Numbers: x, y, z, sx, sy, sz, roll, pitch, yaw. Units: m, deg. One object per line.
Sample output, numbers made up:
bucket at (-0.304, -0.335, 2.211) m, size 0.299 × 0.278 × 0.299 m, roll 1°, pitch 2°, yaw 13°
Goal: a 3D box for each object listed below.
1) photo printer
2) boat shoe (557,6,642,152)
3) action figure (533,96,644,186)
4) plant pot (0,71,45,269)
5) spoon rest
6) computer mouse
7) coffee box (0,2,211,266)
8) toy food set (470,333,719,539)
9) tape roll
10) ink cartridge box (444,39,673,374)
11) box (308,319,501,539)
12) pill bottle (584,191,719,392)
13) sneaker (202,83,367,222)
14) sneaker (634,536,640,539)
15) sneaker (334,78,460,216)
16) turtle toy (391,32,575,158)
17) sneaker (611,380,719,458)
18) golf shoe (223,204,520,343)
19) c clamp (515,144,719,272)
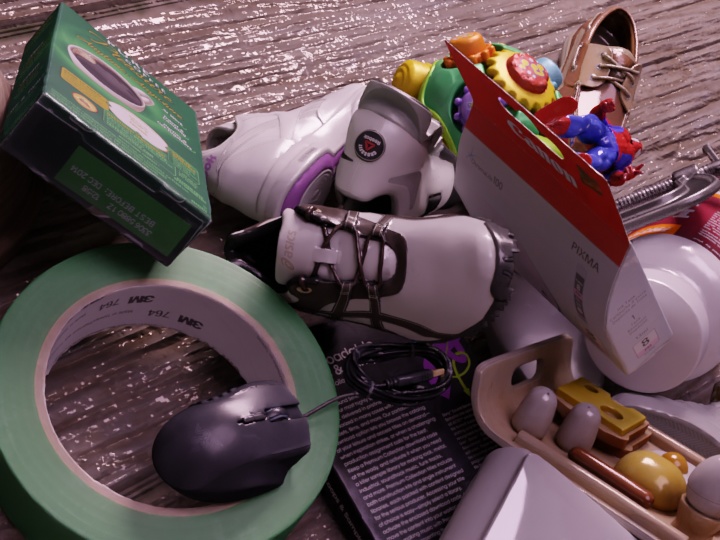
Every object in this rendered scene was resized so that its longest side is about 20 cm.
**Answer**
photo printer at (0.094, 0.226, 0.753) m, size 0.166 × 0.069 × 0.200 m, roll 42°, pitch 56°, yaw -10°
boat shoe at (0.214, -0.171, 1.208) m, size 0.075 × 0.072 × 0.201 m, roll 25°, pitch 44°, yaw -15°
action figure at (0.183, -0.095, 1.017) m, size 0.200 × 0.051 × 0.066 m, roll -6°, pitch 77°, yaw -68°
plant pot at (-0.273, -0.088, 0.778) m, size 0.200 × 0.093 × 0.202 m, roll 19°, pitch 47°, yaw -21°
spoon rest at (0.094, 0.031, 0.960) m, size 0.199 × 0.061 × 0.100 m, roll 30°, pitch 43°, yaw -9°
computer mouse at (-0.025, 0.076, 0.748) m, size 0.199 × 0.034 × 0.059 m, roll -20°, pitch 66°, yaw -34°
coffee box at (-0.153, -0.088, 0.822) m, size 0.123 × 0.044 × 0.200 m, roll 38°, pitch 14°, yaw -24°
toy food set at (0.182, 0.105, 0.846) m, size 0.200 × 0.061 × 0.143 m, roll 33°, pitch 22°, yaw 25°
tape roll at (-0.113, 0.079, 0.759) m, size 0.199 × 0.048 × 0.201 m, roll 11°, pitch 53°, yaw -16°
ink cartridge box at (0.114, -0.035, 0.858) m, size 0.163 × 0.057 × 0.200 m, roll 48°, pitch 1°, yaw 37°
box at (0.036, 0.114, 0.855) m, size 0.143 × 0.036 × 0.200 m, roll -17°, pitch 67°, yaw -34°
pill bottle at (0.239, 0.015, 1.013) m, size 0.113 × 0.113 × 0.200 m, roll 45°, pitch 31°, yaw 6°
sneaker at (-0.049, -0.096, 0.956) m, size 0.099 × 0.075 × 0.200 m, roll 20°, pitch 28°, yaw 13°
sneaker at (0.229, 0.195, 0.915) m, size 0.199 × 0.076 × 0.088 m, roll 21°, pitch 51°, yaw -6°
sneaker at (0.020, -0.061, 0.935) m, size 0.074 × 0.089 × 0.200 m, roll 28°, pitch -2°, yaw 19°
turtle toy at (0.113, -0.110, 1.062) m, size 0.145 × 0.101 × 0.201 m, roll 14°, pitch 48°, yaw -25°
sneaker at (0.257, 0.120, 1.002) m, size 0.199 × 0.074 × 0.116 m, roll 26°, pitch 33°, yaw -14°
golf shoe at (0.000, 0.000, 0.794) m, size 0.094 × 0.199 × 0.078 m, roll 14°, pitch 78°, yaw -44°
c clamp at (0.198, -0.042, 1.030) m, size 0.171 × 0.199 × 0.027 m, roll -84°, pitch 152°, yaw -79°
